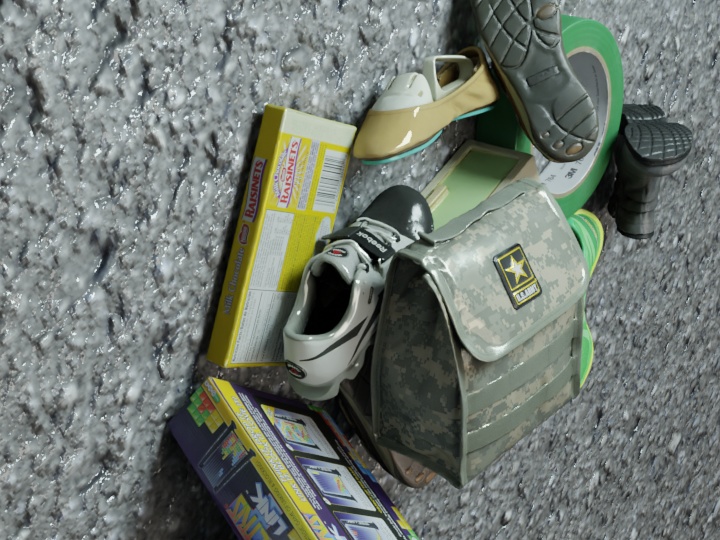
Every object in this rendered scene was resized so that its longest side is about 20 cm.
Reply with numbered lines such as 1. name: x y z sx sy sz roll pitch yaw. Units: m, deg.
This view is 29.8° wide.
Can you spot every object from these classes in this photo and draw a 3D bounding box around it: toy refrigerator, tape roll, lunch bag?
1. toy refrigerator: 0.078 -0.028 1.204 0.200 0.076 0.070 -49 139 -28
2. tape roll: 0.188 -0.148 1.324 0.200 0.048 0.202 -27 125 -46
3. lunch bag: 0.097 0.041 1.083 0.164 0.117 0.201 -30 130 -39

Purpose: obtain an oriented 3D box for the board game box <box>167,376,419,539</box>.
1. board game box: -0.037 0.182 1.034 0.057 0.200 0.165 -48 146 14

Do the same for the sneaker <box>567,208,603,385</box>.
1. sneaker: 0.202 0.035 1.402 0.083 0.074 0.202 -1 96 -61

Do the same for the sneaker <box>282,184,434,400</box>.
1. sneaker: 0.000 0.000 1.070 0.201 0.074 0.089 -62 156 -27

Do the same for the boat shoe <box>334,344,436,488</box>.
1. boat shoe: 0.003 0.100 1.164 0.074 0.073 0.201 -34 109 -31

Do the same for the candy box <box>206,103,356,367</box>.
1. candy box: -0.061 -0.023 1.059 0.102 0.026 0.201 7 99 -56

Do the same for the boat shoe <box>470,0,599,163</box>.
1. boat shoe: 0.145 -0.186 1.194 0.074 0.075 0.201 135 -64 -86

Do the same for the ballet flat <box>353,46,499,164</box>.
1. ballet flat: 0.051 -0.144 1.136 0.200 0.068 0.063 -33 118 -52

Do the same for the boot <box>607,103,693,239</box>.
1. boot: 0.300 -0.091 1.413 0.200 0.069 0.133 -73 165 -70
